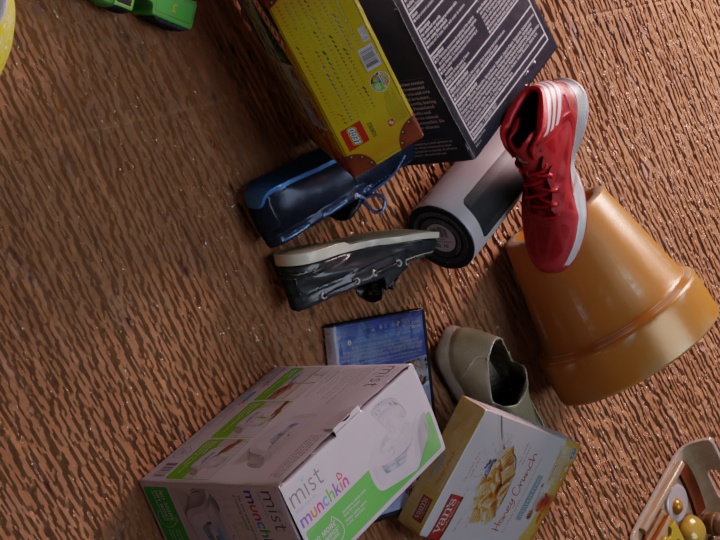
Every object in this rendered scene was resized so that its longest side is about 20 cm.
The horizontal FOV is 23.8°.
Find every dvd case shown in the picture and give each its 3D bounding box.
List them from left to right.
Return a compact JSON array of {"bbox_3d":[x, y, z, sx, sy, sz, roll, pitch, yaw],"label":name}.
[{"bbox_3d":[0.025,0.144,1.705,0.142,0.018,0.201,-9,93,-49],"label":"dvd case"}]

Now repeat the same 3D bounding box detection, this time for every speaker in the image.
[{"bbox_3d":[0.131,-0.091,1.796,0.200,0.081,0.081,-49,122,-39],"label":"speaker"}]

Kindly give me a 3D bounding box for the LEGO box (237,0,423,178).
[{"bbox_3d":[-0.037,-0.202,1.551,0.077,0.149,0.200,-31,115,-6],"label":"LEGO box"}]

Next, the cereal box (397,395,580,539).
[{"bbox_3d":[0.136,0.218,1.760,0.200,0.039,0.144,23,95,-51],"label":"cereal box"}]

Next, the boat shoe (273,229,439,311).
[{"bbox_3d":[0.002,0.000,1.647,0.199,0.074,0.066,-13,99,-48],"label":"boat shoe"}]

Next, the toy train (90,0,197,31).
[{"bbox_3d":[-0.215,-0.250,1.447,0.200,0.042,0.057,15,87,-47],"label":"toy train"}]

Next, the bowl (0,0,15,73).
[{"bbox_3d":[-0.325,-0.200,1.265,0.200,0.107,0.201,4,85,-48],"label":"bowl"}]

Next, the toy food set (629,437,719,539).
[{"bbox_3d":[0.409,0.325,2.095,0.200,0.060,0.144,-51,124,-38],"label":"toy food set"}]

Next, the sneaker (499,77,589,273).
[{"bbox_3d":[0.172,-0.093,1.721,0.115,0.078,0.201,-9,100,-54],"label":"sneaker"}]

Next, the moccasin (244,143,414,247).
[{"bbox_3d":[-0.029,-0.078,1.629,0.200,0.080,0.068,-24,110,-32],"label":"moccasin"}]

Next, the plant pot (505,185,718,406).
[{"bbox_3d":[0.258,0.016,1.865,0.200,0.200,0.184,-40,100,-42],"label":"plant pot"}]

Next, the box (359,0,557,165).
[{"bbox_3d":[0.073,-0.244,1.706,0.200,0.123,0.199,-53,126,-37],"label":"box"}]

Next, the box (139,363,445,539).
[{"bbox_3d":[-0.057,0.167,1.491,0.200,0.176,0.097,-40,116,-43],"label":"box"}]

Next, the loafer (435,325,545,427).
[{"bbox_3d":[0.150,0.138,1.808,0.200,0.068,0.076,53,51,-32],"label":"loafer"}]
